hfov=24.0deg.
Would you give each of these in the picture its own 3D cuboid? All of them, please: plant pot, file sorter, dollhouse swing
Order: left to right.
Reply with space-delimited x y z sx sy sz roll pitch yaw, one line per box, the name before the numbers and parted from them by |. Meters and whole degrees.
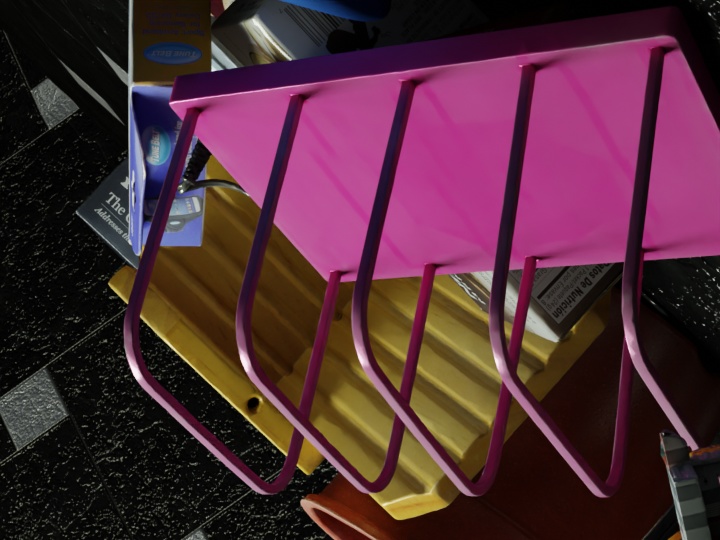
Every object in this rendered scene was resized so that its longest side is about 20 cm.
dollhouse swing | 0.000 0.000 0.905 0.182 0.200 0.176 45 175 -18
file sorter | 0.035 0.007 0.621 0.199 0.126 0.139 -4 148 28
plant pot | 0.102 0.114 0.980 0.200 0.196 0.201 34 167 9

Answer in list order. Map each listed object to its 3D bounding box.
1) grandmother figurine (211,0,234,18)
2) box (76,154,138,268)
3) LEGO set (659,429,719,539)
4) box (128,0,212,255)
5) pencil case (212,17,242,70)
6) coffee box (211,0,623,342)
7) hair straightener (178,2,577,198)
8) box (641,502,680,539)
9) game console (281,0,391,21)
grandmother figurine | -0.094 -0.182 0.941 0.200 0.061 0.121 41 169 30
box | -0.069 -0.036 1.226 0.200 0.182 0.104 42 174 3
LEGO set | 0.173 0.077 0.540 0.154 0.199 0.117 -29 -74 -75
box | -0.091 -0.107 0.802 0.119 0.041 0.201 101 165 -55
pencil case | -0.055 -0.105 1.120 0.200 0.083 0.091 44 175 -9
coffee box | 0.034 -0.068 0.778 0.200 0.080 0.113 45 174 -15
hair straightener | 0.010 -0.047 0.689 0.199 0.041 0.077 -13 119 30
box | 0.206 0.166 0.715 0.200 0.199 0.050 42 176 11
game console | -0.065 -0.176 0.591 0.200 0.117 0.172 100 155 -83
